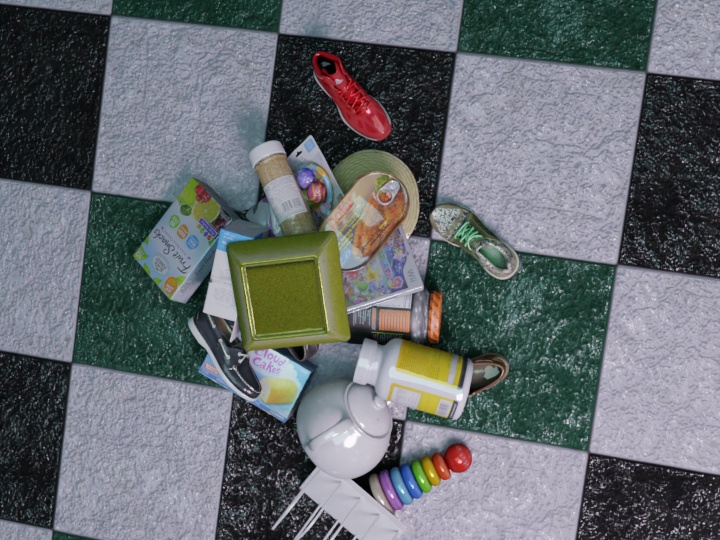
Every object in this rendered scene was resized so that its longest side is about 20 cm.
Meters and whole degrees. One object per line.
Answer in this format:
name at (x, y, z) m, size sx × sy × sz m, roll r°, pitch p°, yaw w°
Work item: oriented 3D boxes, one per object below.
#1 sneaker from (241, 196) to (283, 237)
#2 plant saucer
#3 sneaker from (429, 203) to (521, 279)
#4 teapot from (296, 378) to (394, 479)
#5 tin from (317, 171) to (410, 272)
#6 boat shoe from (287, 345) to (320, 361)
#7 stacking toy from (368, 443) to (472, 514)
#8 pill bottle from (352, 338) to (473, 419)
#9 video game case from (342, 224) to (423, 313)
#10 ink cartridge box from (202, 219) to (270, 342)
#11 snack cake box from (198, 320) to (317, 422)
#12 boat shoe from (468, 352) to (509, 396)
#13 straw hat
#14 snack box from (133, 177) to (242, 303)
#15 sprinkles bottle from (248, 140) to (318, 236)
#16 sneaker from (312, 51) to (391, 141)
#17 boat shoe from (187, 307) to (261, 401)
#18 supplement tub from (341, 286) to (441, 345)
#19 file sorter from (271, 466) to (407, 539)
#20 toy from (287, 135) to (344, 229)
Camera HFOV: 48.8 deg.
sneaker at (-0.164, -0.042, 1.538) m, size 0.139 × 0.078 × 0.201 m, roll -28°, pitch 79°, yaw 10°
plant saucer at (-0.129, 0.043, 1.377) m, size 0.198 × 0.048 × 0.202 m, roll -6°, pitch 102°, yaw 7°
sneaker at (0.213, -0.058, 1.469) m, size 0.199 × 0.089 × 0.077 m, roll 36°, pitch 97°, yaw 6°
teapot at (-0.013, 0.274, 1.451) m, size 0.197 × 0.201 × 0.146 m, roll 32°, pitch 126°, yaw -28°
tin at (0.004, -0.087, 1.430) m, size 0.112 × 0.042 × 0.200 m, roll 41°, pitch 86°, yaw -2°
boat shoe at (-0.140, 0.081, 1.518) m, size 0.067 × 0.057 × 0.201 m, roll -21°, pitch 103°, yaw 34°
stacking toy at (0.119, 0.387, 1.508) m, size 0.199 × 0.085 × 0.086 m, roll -28°, pitch 88°, yaw 4°
pill bottle at (0.092, 0.185, 1.408) m, size 0.198 × 0.112 × 0.113 m, roll 16°, pitch 94°, yaw 3°
video game case at (0.000, 0.000, 1.448) m, size 0.198 × 0.018 × 0.144 m, roll -17°, pitch 64°, yaw -2°
ink cartridge box at (-0.232, 0.017, 1.466) m, size 0.067 × 0.116 × 0.202 m, roll 16°, pitch 104°, yaw 5°
snack cake box at (-0.199, 0.192, 1.551) m, size 0.199 × 0.067 × 0.116 m, roll 29°, pitch 97°, yaw 6°
boat shoe at (0.182, 0.208, 1.492) m, size 0.199 × 0.072 × 0.076 m, roll -26°, pitch 88°, yaw 8°
straw hat at (0.018, -0.132, 1.497) m, size 0.199 × 0.085 × 0.203 m, roll 0°, pitch 93°, yaw 9°
snack box at (-0.335, -0.059, 1.547) m, size 0.142 × 0.053 × 0.200 m, roll 43°, pitch 99°, yaw 28°
sprinkles bottle at (-0.141, -0.139, 1.470) m, size 0.068 × 0.068 × 0.201 m, roll -26°, pitch 79°, yaw 9°
sneaker at (-0.025, -0.325, 1.481) m, size 0.200 × 0.116 × 0.078 m, roll 44°, pitch 97°, yaw 5°
boat shoe at (-0.244, 0.152, 1.486) m, size 0.060 × 0.076 × 0.200 m, roll -40°, pitch 86°, yaw 13°
supplement tub at (0.051, 0.081, 1.482) m, size 0.198 × 0.123 × 0.124 m, roll 4°, pitch 93°, yaw 8°
file sorter at (-0.045, 0.482, 1.482) m, size 0.200 × 0.125 × 0.139 m, roll 39°, pitch 140°, yaw 5°
toy at (-0.085, -0.138, 1.501) m, size 0.115 × 0.047 × 0.201 m, roll -33°, pitch 88°, yaw 49°
